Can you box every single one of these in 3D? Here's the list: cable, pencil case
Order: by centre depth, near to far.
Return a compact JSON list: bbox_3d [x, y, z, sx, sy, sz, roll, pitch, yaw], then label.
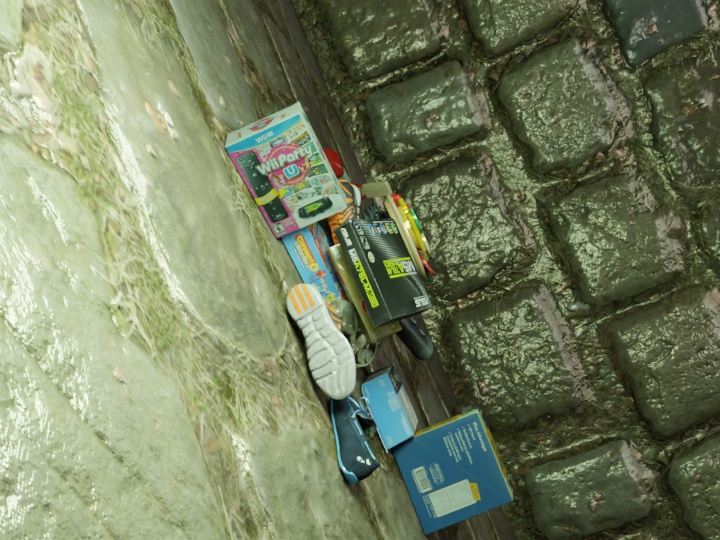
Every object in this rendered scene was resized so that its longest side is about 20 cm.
[{"bbox_3d":[0.040,-0.047,1.774,0.163,0.051,0.201,24,47,-61],"label":"cable"},{"bbox_3d":[0.003,0.146,1.797,0.078,0.090,0.200,38,7,2],"label":"pencil case"}]

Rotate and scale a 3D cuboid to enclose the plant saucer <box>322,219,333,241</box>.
[{"bbox_3d":[-0.036,-0.088,1.924,0.200,0.048,0.201,-68,137,-75],"label":"plant saucer"}]

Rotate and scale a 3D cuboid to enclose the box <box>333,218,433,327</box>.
[{"bbox_3d":[0.046,-0.001,1.624,0.200,0.047,0.194,-7,70,-63],"label":"box"}]

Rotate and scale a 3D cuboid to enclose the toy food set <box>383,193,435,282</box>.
[{"bbox_3d":[0.104,-0.067,1.799,0.198,0.048,0.201,-112,179,-60],"label":"toy food set"}]

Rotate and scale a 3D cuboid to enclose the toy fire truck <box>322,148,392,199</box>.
[{"bbox_3d":[-0.040,-0.206,2.054,0.129,0.199,0.177,-105,169,-50],"label":"toy fire truck"}]

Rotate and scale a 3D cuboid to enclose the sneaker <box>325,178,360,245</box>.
[{"bbox_3d":[-0.051,-0.089,1.744,0.112,0.077,0.202,14,64,-53],"label":"sneaker"}]

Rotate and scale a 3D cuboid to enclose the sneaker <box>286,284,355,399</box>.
[{"bbox_3d":[-0.050,0.117,1.448,0.112,0.077,0.201,35,33,-74],"label":"sneaker"}]

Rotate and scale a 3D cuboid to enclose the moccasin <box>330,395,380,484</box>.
[{"bbox_3d":[-0.002,0.265,1.431,0.201,0.068,0.081,-104,168,-49],"label":"moccasin"}]

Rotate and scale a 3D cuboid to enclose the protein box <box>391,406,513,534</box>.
[{"bbox_3d":[0.199,0.424,1.864,0.135,0.199,0.200,25,42,-79],"label":"protein box"}]

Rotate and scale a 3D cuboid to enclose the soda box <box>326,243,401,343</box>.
[{"bbox_3d":[0.005,0.038,1.667,0.068,0.064,0.201,139,-73,-81],"label":"soda box"}]

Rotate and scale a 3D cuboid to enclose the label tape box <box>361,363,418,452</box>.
[{"bbox_3d":[0.063,0.286,1.838,0.200,0.066,0.144,-18,85,-84],"label":"label tape box"}]

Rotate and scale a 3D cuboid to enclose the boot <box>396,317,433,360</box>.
[{"bbox_3d":[0.083,0.122,1.834,0.200,0.065,0.165,54,13,-28],"label":"boot"}]

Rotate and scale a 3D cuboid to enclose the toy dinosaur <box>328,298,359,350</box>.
[{"bbox_3d":[-0.032,0.094,1.625,0.200,0.076,0.103,-16,104,-69],"label":"toy dinosaur"}]

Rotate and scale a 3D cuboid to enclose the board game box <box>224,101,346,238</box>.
[{"bbox_3d":[-0.130,-0.176,1.550,0.064,0.147,0.201,-95,160,-60],"label":"board game box"}]

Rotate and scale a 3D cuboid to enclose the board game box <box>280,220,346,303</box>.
[{"bbox_3d":[-0.093,-0.039,1.741,0.200,0.056,0.197,-94,160,-67],"label":"board game box"}]
